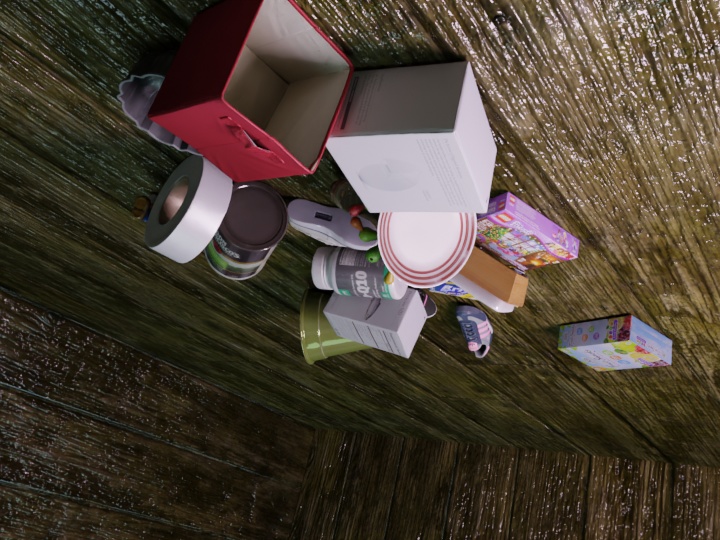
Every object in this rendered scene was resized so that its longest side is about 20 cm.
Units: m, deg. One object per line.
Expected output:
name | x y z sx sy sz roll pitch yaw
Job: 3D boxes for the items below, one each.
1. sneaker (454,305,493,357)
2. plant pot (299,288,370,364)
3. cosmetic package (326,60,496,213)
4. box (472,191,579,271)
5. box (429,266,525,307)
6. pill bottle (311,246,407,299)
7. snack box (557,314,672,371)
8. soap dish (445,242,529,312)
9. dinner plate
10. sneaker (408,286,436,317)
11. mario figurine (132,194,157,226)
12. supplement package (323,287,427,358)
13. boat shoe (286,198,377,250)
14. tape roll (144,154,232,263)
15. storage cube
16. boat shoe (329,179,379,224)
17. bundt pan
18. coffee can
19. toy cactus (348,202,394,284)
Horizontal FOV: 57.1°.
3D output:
sneaker | 0.289 0.156 1.677 0.069 0.083 0.200 -1 153 32
plant pot | -0.047 0.143 1.757 0.186 0.203 0.201 -4 154 9
cosmetic package | 0.080 -0.187 0.971 0.197 0.125 0.200 4 155 26
box | 0.288 -0.066 1.228 0.198 0.040 0.136 27 154 -27
box | 0.248 0.021 1.420 0.197 0.065 0.070 10 157 10
pill bottle | 0.000 0.000 1.456 0.197 0.115 0.113 4 155 24
snack box | 0.597 0.176 1.559 0.167 0.069 0.199 27 156 -27
soap dish | 0.238 0.009 1.258 0.156 0.082 0.200 34 -172 20
dinner plate | 0.114 -0.071 1.143 0.198 0.203 0.024 25 178 -25
sneaker | 0.127 0.056 1.561 0.199 0.072 0.099 33 156 -28
mario figurine | -0.421 -0.124 1.449 0.104 0.125 0.200 -19 176 0
supplement package | 0.035 0.100 1.518 0.197 0.118 0.118 13 150 28
boat shoe | -0.057 -0.084 1.355 0.197 0.072 0.070 17 157 3
tape roll | -0.332 -0.118 1.273 0.070 0.205 0.201 30 153 -35
storage cube | -0.145 -0.243 0.894 0.178 0.203 0.170 1 156 43
boat shoe | 0.031 -0.125 1.231 0.198 0.073 0.068 18 -169 -29
bundt pan | -0.276 -0.272 1.051 0.198 0.077 0.202 13 158 5
coffee can | -0.242 -0.079 1.380 0.144 0.148 0.200 20 157 -13
toy cactus | 0.075 -0.074 1.186 0.201 0.165 0.102 55 170 -27
